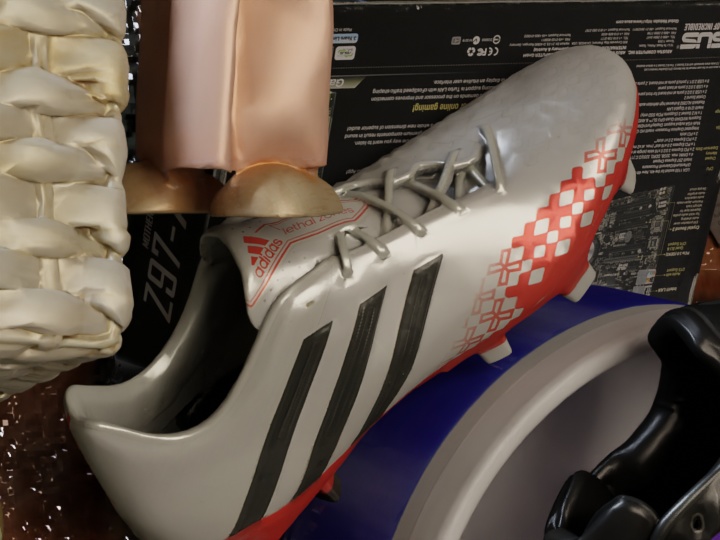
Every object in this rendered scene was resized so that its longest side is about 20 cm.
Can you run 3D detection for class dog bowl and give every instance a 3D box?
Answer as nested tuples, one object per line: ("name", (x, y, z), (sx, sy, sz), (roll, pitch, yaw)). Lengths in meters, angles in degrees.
("dog bowl", (0.073, 0.106, 0.893), (0.200, 0.079, 0.200), (-8, 104, -34))

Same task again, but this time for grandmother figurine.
("grandmother figurine", (-0.033, -0.115, 0.772), (0.061, 0.121, 0.200), (-10, 100, -70))

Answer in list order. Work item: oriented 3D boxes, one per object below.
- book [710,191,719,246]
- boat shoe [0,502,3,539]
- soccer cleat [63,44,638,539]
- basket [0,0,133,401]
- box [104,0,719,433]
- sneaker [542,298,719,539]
("book", (0.133, -0.116, 0.995), (0.048, 0.134, 0.200), (-29, 94, -36))
("boat shoe", (-0.188, 0.086, 0.776), (0.201, 0.073, 0.063), (10, 68, -38))
("soccer cleat", (0.000, 0.000, 0.824), (0.200, 0.069, 0.085), (-44, 129, -3))
("basket", (-0.179, -0.060, 0.765), (0.200, 0.161, 0.198), (6, 76, -30))
("box", (0.024, -0.017, 0.903), (0.200, 0.044, 0.160), (-5, 117, -33))
("sneaker", (0.093, 0.100, 0.822), (0.099, 0.070, 0.200), (11, 91, -29))
